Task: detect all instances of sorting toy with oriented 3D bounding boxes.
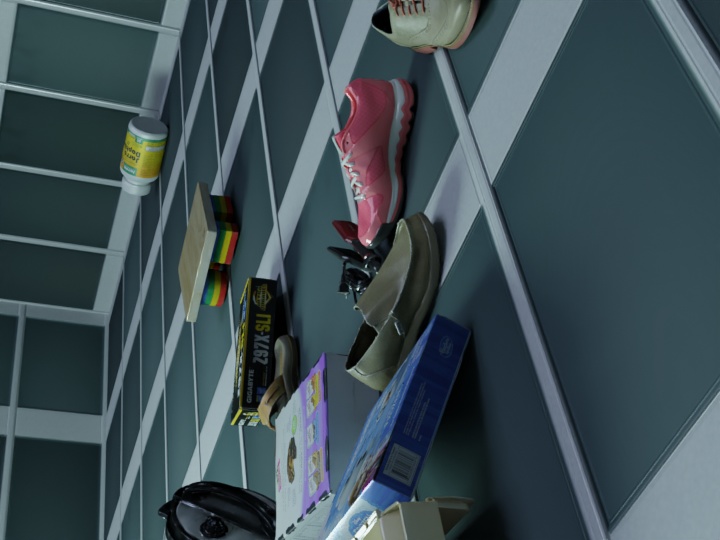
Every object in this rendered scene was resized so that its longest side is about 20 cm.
[{"bbox_3d":[-0.289,-0.034,2.240,0.200,0.069,0.200,-113,35,-57],"label":"sorting toy"}]

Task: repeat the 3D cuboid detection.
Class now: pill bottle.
[{"bbox_3d":[-0.606,-0.315,3.258,0.113,0.112,0.201,-109,33,-54],"label":"pill bottle"}]

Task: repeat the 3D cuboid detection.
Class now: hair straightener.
[{"bbox_3d":[0.000,0.000,1.413,0.200,0.041,0.078,-138,57,-63],"label":"hair straightener"}]

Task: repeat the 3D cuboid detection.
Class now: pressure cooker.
[{"bbox_3d":[-0.178,0.380,1.554,0.179,0.174,0.202,-130,47,-62],"label":"pressure cooker"}]

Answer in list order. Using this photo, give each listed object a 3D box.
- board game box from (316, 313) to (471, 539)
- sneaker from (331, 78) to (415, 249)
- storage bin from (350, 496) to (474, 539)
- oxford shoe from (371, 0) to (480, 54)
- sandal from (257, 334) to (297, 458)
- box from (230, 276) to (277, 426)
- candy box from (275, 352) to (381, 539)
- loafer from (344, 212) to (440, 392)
[{"bbox_3d":[0.025,0.173,1.118,0.199,0.043,0.201,-62,2,48],"label":"board game box"},{"bbox_3d":[0.004,-0.127,1.361,0.074,0.086,0.202,175,102,-72],"label":"sneaker"},{"bbox_3d":[0.048,0.322,0.994,0.199,0.093,0.201,121,146,-48],"label":"storage bin"},{"bbox_3d":[0.068,-0.274,1.248,0.200,0.074,0.071,168,110,-70],"label":"oxford shoe"},{"bbox_3d":[-0.119,0.180,1.653,0.080,0.054,0.201,121,151,-50],"label":"sandal"},{"bbox_3d":[-0.163,0.127,1.788,0.160,0.049,0.202,129,145,-71],"label":"box"},{"bbox_3d":[-0.040,0.216,1.373,0.200,0.071,0.169,126,147,-54],"label":"candy box"},{"bbox_3d":[0.032,0.036,1.236,0.076,0.067,0.202,-140,59,-69],"label":"loafer"}]
